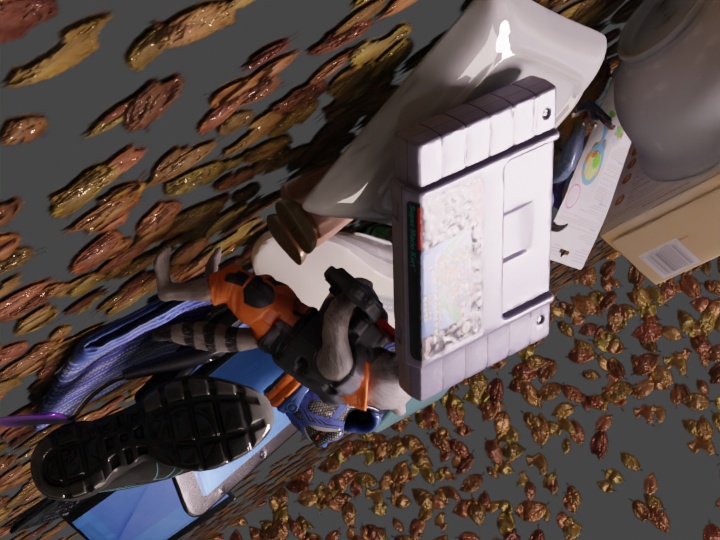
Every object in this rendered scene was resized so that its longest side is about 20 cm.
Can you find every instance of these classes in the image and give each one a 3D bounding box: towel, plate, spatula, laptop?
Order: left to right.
[{"bbox_3d":[-0.196,0.093,1.321,0.199,0.021,0.057,-22,165,8],"label":"spatula"},{"bbox_3d":[-0.270,0.278,1.944,0.177,0.104,0.200,-36,171,13],"label":"laptop"},{"bbox_3d":[-0.186,0.069,1.372,0.144,0.024,0.200,-28,170,-29],"label":"towel"},{"bbox_3d":[0.076,-0.096,1.168,0.200,0.032,0.200,-48,155,18],"label":"plate"}]

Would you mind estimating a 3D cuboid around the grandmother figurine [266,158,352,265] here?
[{"bbox_3d":[0.028,-0.081,1.234,0.200,0.061,0.121,-34,-175,-18],"label":"grandmother figurine"}]

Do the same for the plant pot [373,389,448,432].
[{"bbox_3d":[0.065,0.038,1.747,0.200,0.142,0.141,-47,165,33],"label":"plant pot"}]

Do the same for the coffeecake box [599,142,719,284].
[{"bbox_3d":[0.296,-0.106,1.394,0.153,0.073,0.201,-30,-152,47],"label":"coffeecake box"}]

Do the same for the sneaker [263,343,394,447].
[{"bbox_3d":[-0.004,0.105,1.478,0.075,0.079,0.200,-40,168,38],"label":"sneaker"}]

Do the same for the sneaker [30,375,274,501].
[{"bbox_3d":[-0.161,0.131,1.343,0.199,0.076,0.079,-14,172,10],"label":"sneaker"}]

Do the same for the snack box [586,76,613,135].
[{"bbox_3d":[0.239,-0.144,1.700,0.116,0.037,0.200,-27,169,-38],"label":"snack box"}]

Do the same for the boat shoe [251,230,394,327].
[{"bbox_3d":[0.000,0.000,1.366,0.199,0.069,0.072,11,117,-23],"label":"boat shoe"}]

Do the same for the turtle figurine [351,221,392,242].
[{"bbox_3d":[0.046,-0.014,1.490,0.199,0.101,0.150,-17,170,10],"label":"turtle figurine"}]

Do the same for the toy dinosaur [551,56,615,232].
[{"bbox_3d":[0.143,-0.064,1.376,0.200,0.105,0.182,-25,146,-49],"label":"toy dinosaur"}]

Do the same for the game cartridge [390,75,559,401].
[{"bbox_3d":[0.077,-0.018,1.133,0.129,0.038,0.201,-28,131,-34],"label":"game cartridge"}]

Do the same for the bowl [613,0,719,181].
[{"bbox_3d":[0.267,-0.176,1.337,0.201,0.090,0.201,-43,-159,21],"label":"bowl"}]

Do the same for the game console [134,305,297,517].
[{"bbox_3d":[-0.083,0.087,1.443,0.200,0.116,0.176,-40,178,-42],"label":"game console"}]

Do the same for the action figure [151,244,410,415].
[{"bbox_3d":[-0.042,0.048,1.219,0.105,0.193,0.200,-62,166,-7],"label":"action figure"}]

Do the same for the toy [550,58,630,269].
[{"bbox_3d":[0.205,-0.106,1.517,0.115,0.047,0.201,13,104,-61],"label":"toy"}]
